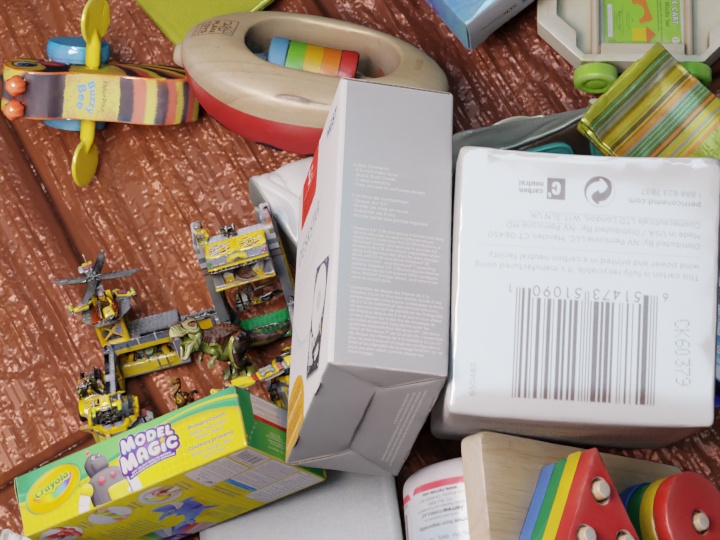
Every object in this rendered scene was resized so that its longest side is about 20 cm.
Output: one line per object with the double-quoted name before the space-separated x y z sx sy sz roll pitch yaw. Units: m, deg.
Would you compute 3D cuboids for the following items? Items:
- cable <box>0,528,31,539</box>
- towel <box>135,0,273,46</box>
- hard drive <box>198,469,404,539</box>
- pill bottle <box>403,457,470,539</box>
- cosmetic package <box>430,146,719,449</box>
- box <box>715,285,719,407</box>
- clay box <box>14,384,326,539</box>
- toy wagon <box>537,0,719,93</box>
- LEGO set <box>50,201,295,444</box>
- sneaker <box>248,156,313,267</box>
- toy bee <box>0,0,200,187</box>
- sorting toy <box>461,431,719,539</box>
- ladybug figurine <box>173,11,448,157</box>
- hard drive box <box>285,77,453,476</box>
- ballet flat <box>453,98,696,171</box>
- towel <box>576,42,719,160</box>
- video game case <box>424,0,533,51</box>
"cable" -0.206 0.276 1.367 0.199 0.069 0.201 26 86 -30
"towel" -0.075 -0.245 1.612 0.200 0.018 0.086 -40 69 -8
"hard drive" -0.039 0.190 1.453 0.138 0.033 0.202 -9 70 2
"pill bottle" 0.088 0.229 1.388 0.108 0.109 0.202 -5 71 3
"cosmetic package" 0.133 0.023 1.361 0.163 0.200 0.166 3 81 -1
"box" 0.263 0.001 1.490 0.119 0.042 0.200 37 76 16
"clay box" -0.136 0.142 1.407 0.199 0.115 0.048 -22 65 19
"toy wagon" 0.230 -0.206 1.566 0.198 0.040 0.156 1 71 5
"LEGO set" -0.115 0.037 1.447 0.198 0.116 0.154 -10 39 8
"sneaker" 0.000 0.000 1.499 0.080 0.071 0.201 -26 72 -16
"toy bee" -0.216 -0.123 1.538 0.198 0.109 0.132 -14 104 7
"sorting toy" 0.165 0.205 1.344 0.069 0.199 0.200 -24 62 43
"ladybug figurine" -0.038 -0.130 1.530 0.198 0.072 0.136 13 32 4
"hard drive box" 0.006 0.007 1.350 0.076 0.156 0.201 8 60 -9
"ballet flat" 0.154 -0.096 1.524 0.198 0.068 0.064 -12 40 -2
"towel" 0.249 -0.064 1.469 0.200 0.018 0.086 43 80 7
"video game case" 0.088 -0.291 1.567 0.181 0.045 0.200 -38 70 -6
